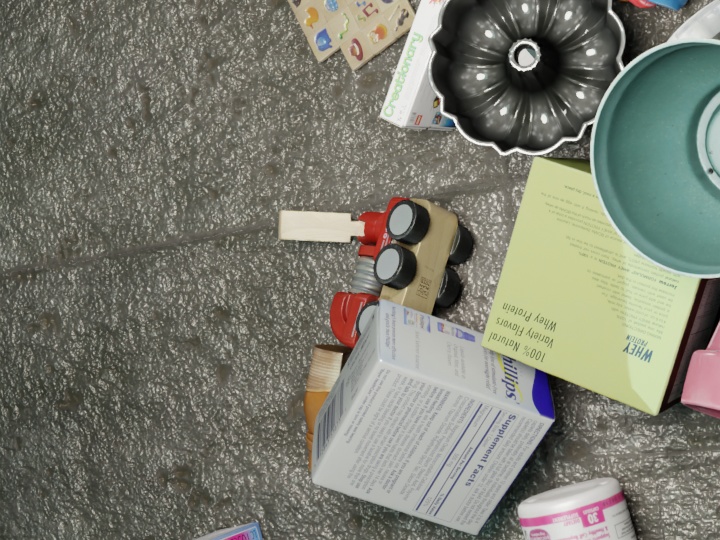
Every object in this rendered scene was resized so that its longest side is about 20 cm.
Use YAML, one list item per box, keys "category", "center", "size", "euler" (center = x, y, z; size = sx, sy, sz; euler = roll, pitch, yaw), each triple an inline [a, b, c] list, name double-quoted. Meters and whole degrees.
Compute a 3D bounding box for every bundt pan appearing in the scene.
- category: "bundt pan"
  center: [0.171, -0.211, 1.362]
  size: [0.200, 0.076, 0.204]
  euler: [-1, 87, 15]

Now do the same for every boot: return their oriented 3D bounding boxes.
- category: "boot"
  center: [0.021, 0.176, 1.543]
  size: [0.199, 0.073, 0.156]
  euler: [11, 100, 37]

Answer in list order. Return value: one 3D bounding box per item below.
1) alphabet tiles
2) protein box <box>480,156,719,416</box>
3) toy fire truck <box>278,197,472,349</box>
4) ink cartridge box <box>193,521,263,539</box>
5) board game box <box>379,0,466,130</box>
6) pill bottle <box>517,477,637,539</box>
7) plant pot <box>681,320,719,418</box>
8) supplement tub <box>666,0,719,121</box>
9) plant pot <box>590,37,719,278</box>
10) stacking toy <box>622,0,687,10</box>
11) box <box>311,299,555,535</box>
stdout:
- category: "alphabet tiles"
  center: [-0.015, -0.343, 1.552]
  size: [0.167, 0.008, 0.201]
  euler: [-33, 77, 27]
- category: "protein box"
  center: [0.257, 0.009, 1.354]
  size: [0.197, 0.135, 0.202]
  euler: [21, 103, 27]
- category: "toy fire truck"
  center: [0.000, 0.000, 1.516]
  size: [0.199, 0.128, 0.177]
  euler: [10, 81, 51]
- category: "ink cartridge box"
  center: [-0.163, 0.420, 1.623]
  size: [0.076, 0.136, 0.202]
  euler: [-17, 85, 33]
- category: "board game box"
  center: [0.095, -0.249, 1.435]
  size: [0.034, 0.126, 0.201]
  euler: [27, 106, 25]
- category: "pill bottle"
  center: [0.242, 0.327, 1.397]
  size: [0.113, 0.113, 0.202]
  euler: [-18, 85, 29]
- category: "plant pot"
  center: [0.416, 0.064, 1.246]
  size: [0.199, 0.200, 0.180]
  euler: [14, 85, 28]
- category: "supplement tub"
  center: [0.382, -0.155, 1.279]
  size: [0.123, 0.122, 0.201]
  euler: [-44, 72, 25]
- category: "plant pot"
  center: [0.319, -0.105, 1.175]
  size: [0.199, 0.134, 0.202]
  euler: [11, 108, 36]
- category: "stacking toy"
  center: [0.237, -0.327, 1.374]
  size: [0.199, 0.116, 0.111]
  euler: [13, 97, 40]
- category: "box"
  center: [0.073, 0.156, 1.415]
  size: [0.199, 0.105, 0.185]
  euler: [20, 124, -12]
